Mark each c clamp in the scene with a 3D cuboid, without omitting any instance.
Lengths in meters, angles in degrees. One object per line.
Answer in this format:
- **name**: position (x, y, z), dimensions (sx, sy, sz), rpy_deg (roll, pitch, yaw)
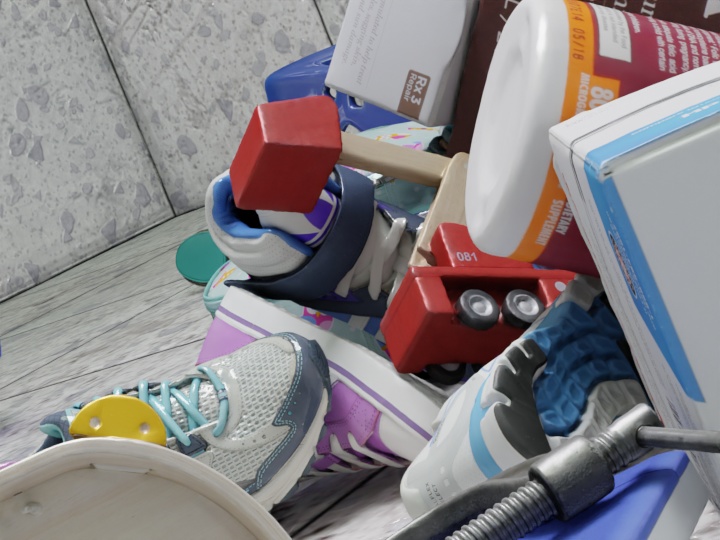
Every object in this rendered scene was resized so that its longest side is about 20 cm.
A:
- **c clamp**: position (0.012, 0.098, 0.657), dimensions (0.199, 0.027, 0.171), rpy_deg (-32, 2, -9)

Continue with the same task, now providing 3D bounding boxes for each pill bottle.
- **pill bottle**: position (0.154, -0.043, 0.882), dimensions (0.199, 0.115, 0.114), rpy_deg (11, 3, -8)

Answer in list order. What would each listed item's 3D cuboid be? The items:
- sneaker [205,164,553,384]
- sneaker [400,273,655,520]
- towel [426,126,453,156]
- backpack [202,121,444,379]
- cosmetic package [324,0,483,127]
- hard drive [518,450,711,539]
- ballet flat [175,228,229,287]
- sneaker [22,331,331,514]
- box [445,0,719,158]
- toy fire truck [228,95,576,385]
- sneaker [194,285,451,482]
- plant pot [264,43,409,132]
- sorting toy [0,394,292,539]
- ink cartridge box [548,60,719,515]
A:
- **sneaker**: position (0.010, -0.003, 1.063), dimensions (0.199, 0.081, 0.146), rpy_deg (20, -5, 32)
- **sneaker**: position (0.074, 0.059, 0.879), dimensions (0.087, 0.075, 0.200), rpy_deg (-37, -8, 29)
- **towel**: position (0.146, -0.053, 1.186), dimensions (0.199, 0.022, 0.147), rpy_deg (22, 18, 8)
- **backpack**: position (0.000, 0.000, 1.252), dimensions (0.199, 0.154, 0.176), rpy_deg (-28, 11, 7)
- **cosmetic package**: position (0.064, -0.139, 1.137), dimensions (0.074, 0.102, 0.200), rpy_deg (23, 13, 23)
- **hard drive**: position (0.027, 0.122, 0.611), dimensions (0.132, 0.025, 0.200), rpy_deg (-31, 3, 24)
- **ballet flat**: position (-0.127, -0.018, 2.262), dimensions (0.063, 0.068, 0.200), rpy_deg (7, -13, -37)
- **sneaker**: position (-0.103, 0.091, 0.978), dimensions (0.200, 0.078, 0.086), rpy_deg (-35, -42, 17)
- **box**: position (0.178, -0.108, 1.068), dimensions (0.199, 0.167, 0.164), rpy_deg (24, 28, 23)
- **toy fire truck**: position (0.047, -0.015, 0.993), dimensions (0.199, 0.142, 0.049), rpy_deg (1, -41, -26)
- **sneaker**: position (-0.022, 0.089, 1.021), dimensions (0.200, 0.073, 0.115), rpy_deg (21, 82, 52)
- **plant pot**: position (0.075, -0.094, 1.568), dimensions (0.200, 0.201, 0.179), rpy_deg (-27, 14, -40)
- **sorting toy**: position (-0.136, 0.142, 0.895), dimensions (0.199, 0.107, 0.180), rpy_deg (-24, -13, -12)
- **ink cartridge box**: position (0.135, 0.008, 0.720), dimensions (0.085, 0.147, 0.200), rpy_deg (-23, 7, 5)
